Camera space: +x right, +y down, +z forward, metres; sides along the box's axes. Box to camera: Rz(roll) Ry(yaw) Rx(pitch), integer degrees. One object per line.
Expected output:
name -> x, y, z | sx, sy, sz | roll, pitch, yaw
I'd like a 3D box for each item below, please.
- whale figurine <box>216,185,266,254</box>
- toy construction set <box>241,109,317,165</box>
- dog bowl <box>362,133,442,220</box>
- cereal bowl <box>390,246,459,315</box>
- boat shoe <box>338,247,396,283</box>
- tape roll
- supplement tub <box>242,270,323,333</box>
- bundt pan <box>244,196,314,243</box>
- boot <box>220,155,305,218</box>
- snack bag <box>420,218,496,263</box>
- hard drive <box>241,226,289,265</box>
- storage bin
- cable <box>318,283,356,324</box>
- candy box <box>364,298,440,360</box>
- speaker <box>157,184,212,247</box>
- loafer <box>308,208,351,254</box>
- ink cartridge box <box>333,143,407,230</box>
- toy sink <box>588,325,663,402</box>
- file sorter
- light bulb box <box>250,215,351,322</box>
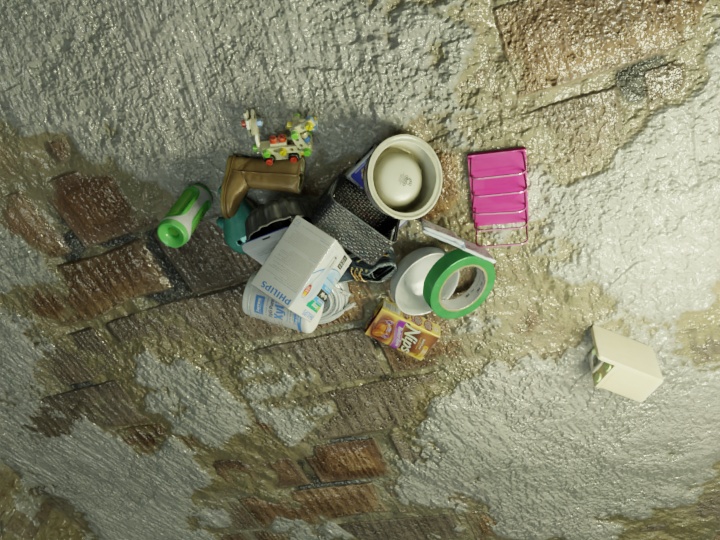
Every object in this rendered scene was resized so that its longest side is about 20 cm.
whale figurine -> -0.323, -0.133, 1.596 | 0.157, 0.104, 0.201 | -5, 124, 15
toy construction set -> -0.196, -0.326, 1.437 | 0.198, 0.093, 0.132 | 9, 150, 13
dog bowl -> 0.094, -0.219, 1.416 | 0.200, 0.201, 0.074 | 39, 168, -18
cereal bowl -> 0.165, 0.018, 1.607 | 0.198, 0.083, 0.202 | -14, 129, -18
boat shoe -> 0.000, 0.000, 1.571 | 0.199, 0.091, 0.071 | -25, 128, 11
tape roll -> 0.264, 0.036, 1.585 | 0.199, 0.048, 0.202 | -14, 128, -19
supplement tub -> -0.211, 0.087, 1.639 | 0.198, 0.132, 0.133 | 14, 128, 12
bundt pan -> -0.206, -0.124, 1.516 | 0.200, 0.076, 0.202 | -17, 164, -5
boot -> -0.248, -0.212, 1.501 | 0.198, 0.066, 0.177 | 5, 84, 9
snack bag -> 0.242, -0.077, 1.480 | 0.199, 0.189, 0.022 | 24, 101, 0
hard drive -> -0.213, -0.054, 1.553 | 0.131, 0.026, 0.200 | -21, 163, 6
storage bin -> -0.010, -0.126, 1.468 | 0.199, 0.136, 0.094 | 34, 125, -14
cable -> -0.131, 0.066, 1.730 | 0.200, 0.069, 0.200 | 40, 124, -17
candy box -> 0.127, 0.178, 1.771 | 0.199, 0.057, 0.117 | 25, 126, -10
speaker -> -0.457, -0.146, 1.551 | 0.087, 0.201, 0.089 | 5, 128, 7
loafer -> -0.075, -0.092, 1.619 | 0.072, 0.063, 0.201 | 3, 130, 49
ink cartridge box -> 0.044, -0.192, 1.523 | 0.200, 0.047, 0.197 | 38, 123, -19
toy sink -> 0.723, 0.265, 1.675 | 0.198, 0.131, 0.113 | 20, 128, -6
file sorter -> 0.336, -0.171, 1.429 | 0.138, 0.126, 0.201 | -4, 125, 14
light bulb box -> -0.142, 0.002, 1.478 | 0.124, 0.198, 0.201 | 32, 85, 17
